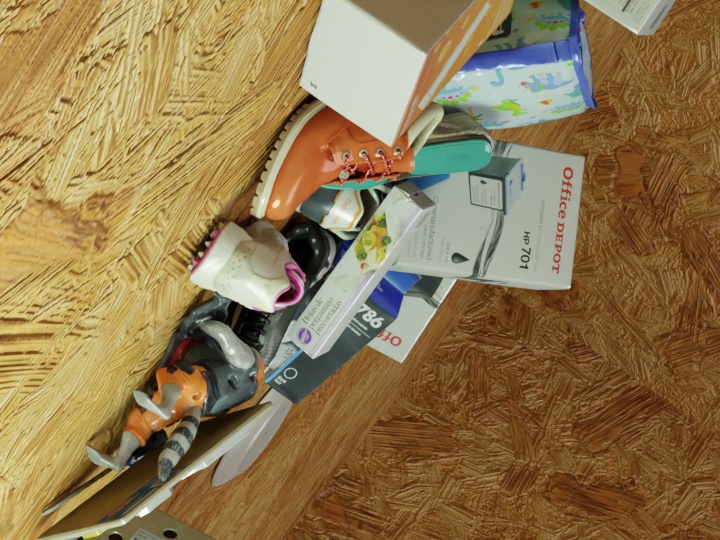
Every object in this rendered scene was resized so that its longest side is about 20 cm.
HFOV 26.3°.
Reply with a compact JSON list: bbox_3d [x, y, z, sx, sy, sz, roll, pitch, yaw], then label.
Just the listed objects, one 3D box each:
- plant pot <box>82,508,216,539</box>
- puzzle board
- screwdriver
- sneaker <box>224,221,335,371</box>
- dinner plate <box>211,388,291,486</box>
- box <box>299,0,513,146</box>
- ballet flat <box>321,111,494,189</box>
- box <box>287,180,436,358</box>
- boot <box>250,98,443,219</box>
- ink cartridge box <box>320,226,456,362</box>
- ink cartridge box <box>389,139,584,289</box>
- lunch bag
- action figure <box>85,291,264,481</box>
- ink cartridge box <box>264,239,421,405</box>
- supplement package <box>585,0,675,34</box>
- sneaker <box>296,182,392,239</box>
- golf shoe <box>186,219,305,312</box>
[{"bbox_3d":[-0.239,0.365,1.634,0.200,0.200,0.177,-44,155,-54],"label":"plant pot"},{"bbox_3d":[-0.186,0.189,1.413,0.151,0.017,0.200,-20,-167,47],"label":"puzzle board"},{"bbox_3d":[-0.240,0.195,1.468,0.028,0.029,0.200,-60,171,27],"label":"screwdriver"},{"bbox_3d":[-0.094,0.030,1.541,0.200,0.066,0.091,-58,169,-11],"label":"sneaker"},{"bbox_3d":[-0.141,0.226,2.163,0.200,0.024,0.200,-55,172,-11],"label":"dinner plate"},{"bbox_3d":[0.052,-0.221,1.266,0.200,0.097,0.124,-50,170,-32],"label":"box"},{"bbox_3d":[0.027,-0.119,1.464,0.067,0.200,0.068,-111,-155,-44],"label":"ballet flat"},{"bbox_3d":[0.000,0.000,1.517,0.200,0.039,0.041,-54,166,24],"label":"box"},{"bbox_3d":[-0.011,-0.104,1.345,0.200,0.107,0.075,-50,172,-25],"label":"boot"},{"bbox_3d":[0.032,-0.022,1.695,0.200,0.145,0.084,-57,-160,11],"label":"ink cartridge box"},{"bbox_3d":[0.123,-0.063,1.607,0.086,0.200,0.147,176,-79,-71],"label":"ink cartridge box"},{"bbox_3d":[0.141,-0.204,1.519,0.200,0.170,0.128,-31,112,-76],"label":"lunch bag"},{"bbox_3d":[-0.160,0.129,1.425,0.193,0.105,0.200,-33,156,-47],"label":"action figure"},{"bbox_3d":[-0.036,0.050,1.640,0.200,0.099,0.039,-43,-156,19],"label":"ink cartridge box"},{"bbox_3d":[0.224,-0.335,1.436,0.151,0.200,0.152,-58,171,16],"label":"supplement package"},{"bbox_3d":[-0.009,-0.078,1.552,0.078,0.079,0.200,-59,172,21],"label":"sneaker"},{"bbox_3d":[-0.088,0.004,1.375,0.075,0.091,0.200,-58,173,9],"label":"golf shoe"}]
